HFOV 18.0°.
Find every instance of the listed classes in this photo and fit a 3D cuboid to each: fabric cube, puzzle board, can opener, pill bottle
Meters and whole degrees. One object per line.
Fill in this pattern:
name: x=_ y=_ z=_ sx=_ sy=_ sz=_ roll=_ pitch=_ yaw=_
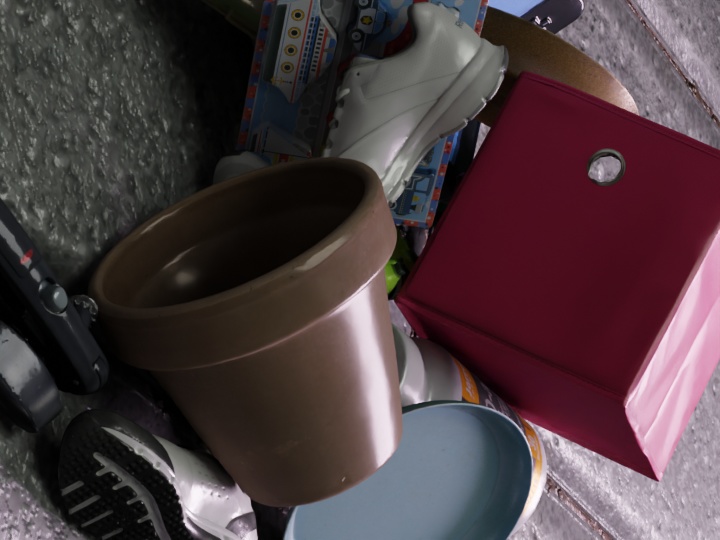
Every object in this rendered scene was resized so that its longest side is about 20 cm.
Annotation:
fabric cube: x=0.170 y=0.006 z=1.691 sx=0.200 sy=0.195 sz=0.200 roll=-60 pitch=158 yaw=-12
puzzle board: x=-0.003 y=-0.120 z=1.572 sx=0.017 sy=0.149 sz=0.201 roll=-95 pitch=-165 yaw=-54
can opener: x=-0.213 y=-0.001 z=1.346 sx=0.201 sy=0.063 sz=0.079 roll=65 pitch=34 yaw=-24
pill bottle: x=0.046 y=0.120 z=1.690 sx=0.200 sy=0.116 sz=0.117 roll=42 pitch=47 yaw=-45

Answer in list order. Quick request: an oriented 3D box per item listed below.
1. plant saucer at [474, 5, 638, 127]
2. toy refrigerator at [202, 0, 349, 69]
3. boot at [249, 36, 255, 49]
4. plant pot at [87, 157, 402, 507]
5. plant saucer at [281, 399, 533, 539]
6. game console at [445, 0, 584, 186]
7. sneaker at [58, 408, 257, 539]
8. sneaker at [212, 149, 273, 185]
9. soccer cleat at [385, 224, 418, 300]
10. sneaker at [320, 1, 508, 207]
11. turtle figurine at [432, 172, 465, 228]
plant saucer: x=0.118 y=-0.143 z=1.760 sx=0.200 sy=0.199 sz=0.036 roll=40 pitch=72 yaw=-47
toy refrigerator: x=-0.047 y=-0.187 z=1.588 sx=0.199 sy=0.076 sz=0.070 roll=32 pitch=82 yaw=-24
boot: x=-0.033 y=-0.125 z=1.671 sx=0.200 sy=0.073 sz=0.096 roll=53 pitch=33 yaw=-39
plant pot: x=-0.053 y=0.048 z=1.455 sx=0.200 sy=0.199 sz=0.176 roll=-54 pitch=129 yaw=-51
plant saucer: x=0.030 y=0.167 z=1.616 sx=0.200 sy=0.200 sz=0.027 roll=43 pitch=7 yaw=-45
game console: x=0.089 y=-0.196 z=1.867 sx=0.200 sy=0.170 sz=0.119 roll=43 pitch=20 yaw=-46
sneaker: x=-0.129 y=0.140 z=1.452 sx=0.200 sy=0.073 sz=0.080 roll=52 pitch=26 yaw=-45
sneaker: x=-0.078 y=0.016 z=1.562 sx=0.086 sy=0.075 sz=0.202 roll=-6 pitch=86 yaw=-54
soccer cleat: x=0.000 y=0.000 z=1.705 sx=0.068 sy=0.081 sz=0.200 roll=60 pitch=10 yaw=3
sneaker: x=0.009 y=-0.095 z=1.534 sx=0.087 sy=0.200 sz=0.075 roll=41 pitch=5 yaw=-9
turtle figurine: x=0.116 y=-0.042 z=1.871 sx=0.200 sy=0.100 sz=0.151 roll=-30 pitch=126 yaw=-50
